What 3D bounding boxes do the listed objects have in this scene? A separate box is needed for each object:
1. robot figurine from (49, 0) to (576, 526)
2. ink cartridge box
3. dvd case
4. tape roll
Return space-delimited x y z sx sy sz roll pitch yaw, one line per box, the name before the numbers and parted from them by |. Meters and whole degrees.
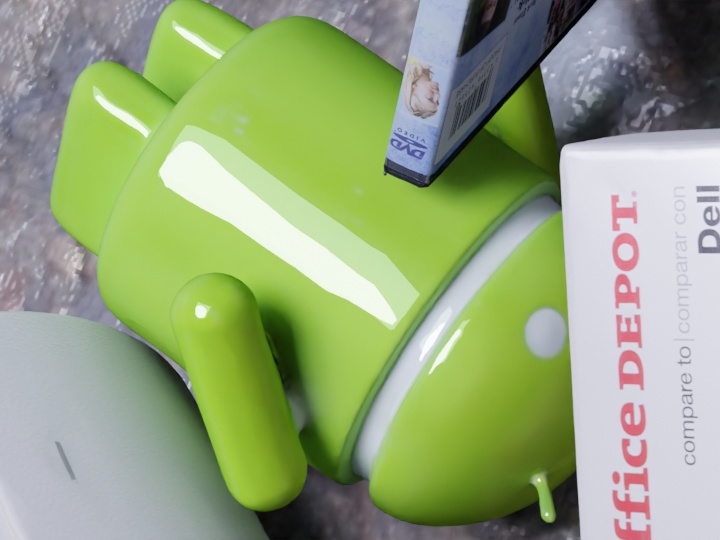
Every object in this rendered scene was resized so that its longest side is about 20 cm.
robot figurine | 0.000 0.000 0.887 0.200 0.175 0.116 36 138 14
ink cartridge box | 0.159 0.032 0.770 0.200 0.084 0.146 -1 95 36
dvd case | 0.060 -0.137 0.818 0.018 0.143 0.200 23 128 15
tape roll | -0.116 0.130 0.887 0.203 0.203 0.139 -43 51 14
